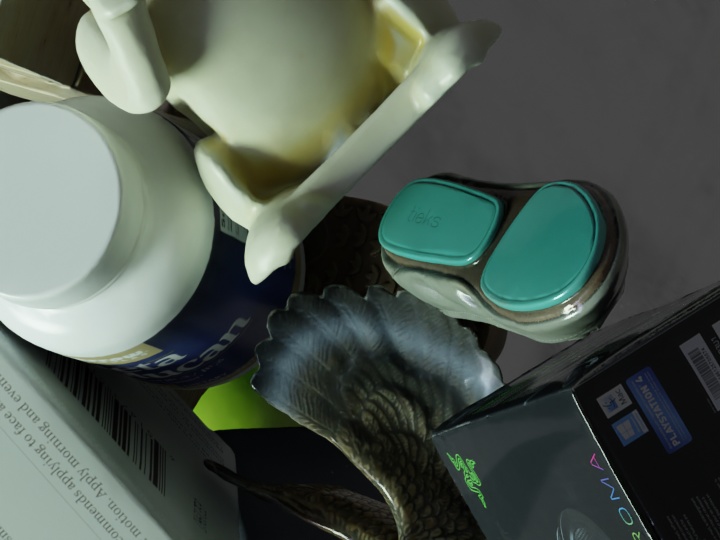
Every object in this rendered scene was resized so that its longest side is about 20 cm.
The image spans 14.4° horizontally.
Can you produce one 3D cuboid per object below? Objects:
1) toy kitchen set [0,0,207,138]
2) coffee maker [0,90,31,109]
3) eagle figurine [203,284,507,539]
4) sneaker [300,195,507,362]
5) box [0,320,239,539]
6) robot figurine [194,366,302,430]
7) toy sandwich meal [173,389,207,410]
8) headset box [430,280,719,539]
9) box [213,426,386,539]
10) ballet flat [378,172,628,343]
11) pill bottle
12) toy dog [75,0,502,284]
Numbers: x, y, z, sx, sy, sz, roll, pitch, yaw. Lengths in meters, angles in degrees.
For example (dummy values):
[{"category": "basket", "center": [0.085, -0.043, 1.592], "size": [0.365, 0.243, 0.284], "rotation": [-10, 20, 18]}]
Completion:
[{"category": "toy kitchen set", "center": [-0.094, -0.158, 1.337], "size": [0.163, 0.181, 0.200], "rotation": [17, 178, 26]}, {"category": "coffee maker", "center": [-0.224, -0.146, 1.523], "size": [0.192, 0.134, 0.201], "rotation": [1, 102, 58]}, {"category": "eagle figurine", "center": [0.025, 0.117, 1.267], "size": [0.200, 0.151, 0.151], "rotation": [60, -170, 31]}, {"category": "sneaker", "center": [0.000, 0.000, 1.355], "size": [0.200, 0.067, 0.090], "rotation": [24, -177, 31]}, {"category": "box", "center": [-0.165, 0.088, 1.320], "size": [0.199, 0.131, 0.200], "rotation": [50, -172, -15]}, {"category": "robot figurine", "center": [-0.106, 0.092, 1.656], "size": [0.199, 0.115, 0.176], "rotation": [-2, 79, 48]}, {"category": "toy sandwich meal", "center": [-0.161, 0.016, 1.435], "size": [0.070, 0.204, 0.206], "rotation": [-95, -16, -64]}, {"category": "headset box", "center": [0.127, 0.107, 1.119], "size": [0.175, 0.093, 0.200], "rotation": [60, 163, -1]}, {"category": "box", "center": [-0.036, 0.217, 1.519], "size": [0.200, 0.117, 0.197], "rotation": [-60, 39, 45]}, {"category": "ballet flat", "center": [0.073, -0.002, 1.170], "size": [0.064, 0.068, 0.200], "rotation": [36, 173, -24]}, {"category": "pill bottle", "center": [-0.104, -0.013, 1.238], "size": [0.111, 0.111, 0.200], "rotation": [53, -172, 18]}, {"category": "toy dog", "center": [-0.056, -0.125, 1.165], "size": [0.200, 0.140, 0.194], "rotation": [45, -168, -6]}]
